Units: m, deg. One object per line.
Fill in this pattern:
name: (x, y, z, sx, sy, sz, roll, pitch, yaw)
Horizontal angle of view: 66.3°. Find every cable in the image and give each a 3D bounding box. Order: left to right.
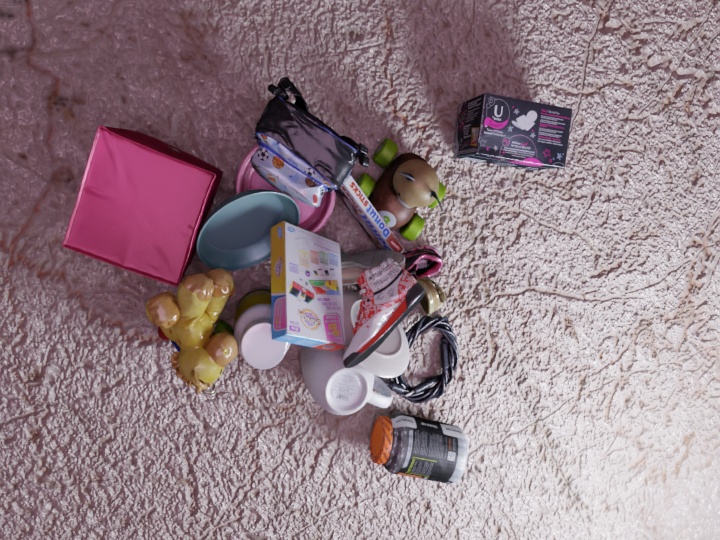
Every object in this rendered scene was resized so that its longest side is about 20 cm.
cable: (0.146, 0.195, 1.208, 0.161, 0.051, 0.203, 33, 92, -16)

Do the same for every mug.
mug: (-0.021, 0.216, 1.109, 0.196, 0.175, 0.151, 27, 95, -16)

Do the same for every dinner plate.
dinner plate: (0.026, 0.118, 1.099, 0.197, 0.203, 0.024, 32, 125, -17)

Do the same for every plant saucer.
plant saucer: (-0.202, -0.078, 0.985, 0.195, 0.202, 0.037, -28, 63, -6)
plant saucer: (-0.145, -0.157, 1.076, 0.193, 0.051, 0.209, -2, 100, -12)

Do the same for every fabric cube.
fabric cube: (-0.364, -0.117, 0.958, 0.191, 0.199, 0.206, 21, 96, -14)

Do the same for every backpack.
backpack: (-0.100, -0.202, 0.954, 0.198, 0.191, 0.156, 38, 95, -11)

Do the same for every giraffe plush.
giraffe plush: (-0.275, 0.114, 0.933, 0.197, 0.172, 0.166, -30, 85, 21)

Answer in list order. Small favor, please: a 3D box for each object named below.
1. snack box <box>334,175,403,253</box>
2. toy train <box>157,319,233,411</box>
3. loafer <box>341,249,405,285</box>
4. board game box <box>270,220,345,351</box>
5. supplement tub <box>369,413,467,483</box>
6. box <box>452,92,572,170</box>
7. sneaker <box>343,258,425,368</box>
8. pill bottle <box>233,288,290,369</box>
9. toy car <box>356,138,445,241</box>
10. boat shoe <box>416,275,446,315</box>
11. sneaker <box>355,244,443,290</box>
snack box: (0.011, -0.108, 1.081, 0.024, 0.071, 0.201, -47, 123, -13)
toy train: (-0.283, 0.145, 1.046, 0.115, 0.085, 0.202, -40, 79, 4)
loafer: (0.000, 0.000, 1.105, 0.193, 0.072, 0.065, 0, 120, 21)
board game box: (-0.094, 0.031, 0.998, 0.151, 0.040, 0.207, 20, 59, -46)
supplement tub: (0.125, 0.386, 1.203, 0.193, 0.122, 0.127, 16, 97, -15)
box: (0.302, -0.276, 1.110, 0.192, 0.132, 0.119, 6, 96, -14)
sneaker: (0.017, 0.073, 1.011, 0.201, 0.067, 0.108, -46, 74, 0)
pill bottle: (-0.184, 0.110, 1.040, 0.107, 0.200, 0.116, -2, 101, -11)
toy car: (0.092, -0.148, 1.052, 0.162, 0.200, 0.160, 34, 93, -16)
boat shoe: (0.145, 0.046, 1.107, 0.062, 0.201, 0.075, -30, 75, 2)
sneaker: (0.082, 0.001, 1.135, 0.193, 0.095, 0.082, -19, 106, -7)
